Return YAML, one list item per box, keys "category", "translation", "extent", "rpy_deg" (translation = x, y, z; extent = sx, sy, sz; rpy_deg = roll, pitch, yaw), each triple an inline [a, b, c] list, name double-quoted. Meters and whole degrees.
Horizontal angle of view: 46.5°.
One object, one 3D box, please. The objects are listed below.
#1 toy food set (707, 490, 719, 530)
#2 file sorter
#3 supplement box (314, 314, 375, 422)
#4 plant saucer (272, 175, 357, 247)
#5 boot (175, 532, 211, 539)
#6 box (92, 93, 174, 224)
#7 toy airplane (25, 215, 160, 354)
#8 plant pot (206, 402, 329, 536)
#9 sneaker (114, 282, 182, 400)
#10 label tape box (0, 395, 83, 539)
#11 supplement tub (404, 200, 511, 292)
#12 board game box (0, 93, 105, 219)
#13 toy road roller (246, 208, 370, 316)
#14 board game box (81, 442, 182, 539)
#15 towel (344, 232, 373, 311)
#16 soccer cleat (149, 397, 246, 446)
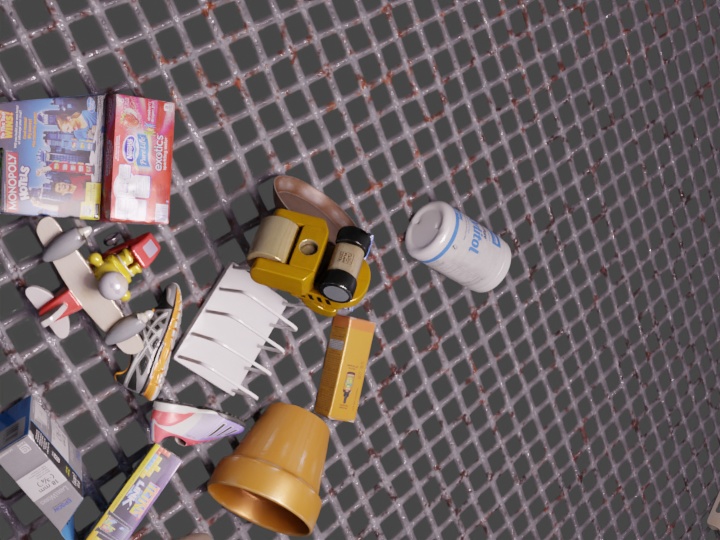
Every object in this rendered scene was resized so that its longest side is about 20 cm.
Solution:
- category: "toy food set"
  translation: [1.088, 0.770, 2.490]
  extent: [0.144, 0.060, 0.200]
  rpy_deg: [-45, 119, -37]
- category: "file sorter"
  translation: [-0.202, 0.108, 1.462]
  extent: [0.139, 0.124, 0.200]
  rpy_deg: [39, 72, -30]
- category: "supplement box"
  translation: [-0.032, 0.190, 1.635]
  extent: [0.067, 0.069, 0.200]
  rpy_deg: [16, 83, -35]
- category: "plant saucer"
  translation: [-0.084, -0.096, 1.524]
  extent: [0.200, 0.200, 0.034]
  rpy_deg: [27, 114, -34]
- category: "boot"
  translation: [-0.340, 0.485, 1.390]
  extent: [0.200, 0.070, 0.146]
  rpy_deg: [-32, 154, -23]
- category: "box"
  translation: [-0.367, -0.175, 1.349]
  extent: [0.100, 0.095, 0.200]
  rpy_deg: [2, 92, -36]
- category: "toy airplane"
  translation: [-0.414, 0.025, 1.302]
  extent: [0.200, 0.141, 0.199]
  rpy_deg: [11, 88, -37]
- category: "plant pot"
  translation: [-0.145, 0.346, 1.501]
  extent: [0.200, 0.200, 0.183]
  rpy_deg: [44, 54, -29]
- category: "sneaker"
  translation: [-0.348, 0.112, 1.401]
  extent: [0.077, 0.078, 0.200]
  rpy_deg: [16, 71, -4]
- category: "label tape box"
  translation: [-0.469, 0.305, 1.276]
  extent: [0.063, 0.144, 0.200]
  rpy_deg: [-33, 114, -8]
- category: "supplement tub"
  translation: [0.203, -0.048, 1.745]
  extent: [0.200, 0.132, 0.132]
  rpy_deg: [27, 78, -34]
- category: "board game box"
  translation: [-0.499, -0.183, 1.276]
  extent: [0.200, 0.062, 0.200]
  rpy_deg: [3, 92, -35]
- category: "toy road roller"
  translation: [-0.083, 0.000, 1.401]
  extent: [0.200, 0.146, 0.123]
  rpy_deg: [16, 58, 3]
- category: "board game box"
  translation: [-0.370, 0.374, 1.342]
  extent: [0.057, 0.165, 0.200]
  rpy_deg: [37, 72, -7]
- category: "towel"
  translation: [0.000, 0.000, 1.568]
  extent: [0.024, 0.200, 0.145]
  rpy_deg: [17, 93, -2]
- category: "soccer cleat"
  translation: [-0.281, 0.270, 1.445]
  extent: [0.200, 0.068, 0.073]
  rpy_deg: [25, 73, -50]
